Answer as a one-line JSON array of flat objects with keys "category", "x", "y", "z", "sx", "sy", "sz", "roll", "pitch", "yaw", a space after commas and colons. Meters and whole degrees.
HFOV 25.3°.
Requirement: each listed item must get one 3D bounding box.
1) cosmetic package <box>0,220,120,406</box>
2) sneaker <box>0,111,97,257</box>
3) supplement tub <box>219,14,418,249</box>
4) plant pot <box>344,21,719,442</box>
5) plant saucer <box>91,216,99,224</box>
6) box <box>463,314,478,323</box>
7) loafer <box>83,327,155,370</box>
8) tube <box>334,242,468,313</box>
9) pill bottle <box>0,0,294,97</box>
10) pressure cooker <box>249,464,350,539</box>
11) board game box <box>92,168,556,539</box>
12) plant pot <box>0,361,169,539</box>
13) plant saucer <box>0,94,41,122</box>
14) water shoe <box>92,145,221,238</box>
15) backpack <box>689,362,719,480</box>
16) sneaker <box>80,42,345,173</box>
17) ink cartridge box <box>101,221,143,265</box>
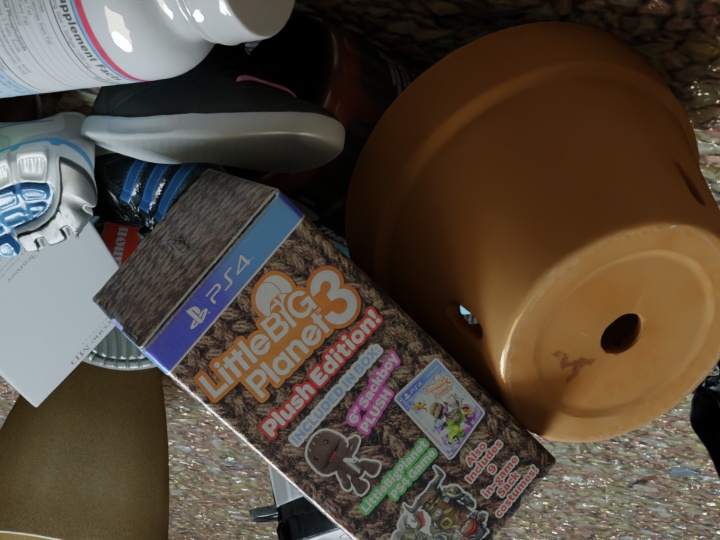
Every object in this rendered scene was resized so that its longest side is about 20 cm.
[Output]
[{"category": "cosmetic package", "x": -0.228, "y": -0.003, "z": 1.045, "sx": 0.081, "sy": 0.113, "sz": 0.200, "roll": 39, "pitch": 169, "yaw": 22}, {"category": "sneaker", "x": -0.236, "y": -0.042, "z": 0.925, "sx": 0.198, "sy": 0.087, "sz": 0.076, "roll": -13, "pitch": 123, "yaw": 12}, {"category": "supplement tub", "x": 0.021, "y": -0.056, "z": 0.921, "sx": 0.199, "sy": 0.108, "sz": 0.106, "roll": 28, "pitch": 151, "yaw": -36}, {"category": "plant pot", "x": 0.107, "y": -0.007, "z": 0.835, "sx": 0.198, "sy": 0.140, "sz": 0.202, "roll": -13, "pitch": 130, "yaw": -16}, {"category": "plant saucer", "x": -0.283, "y": -0.057, "z": 1.149, "sx": 0.197, "sy": 0.028, "sz": 0.201, "roll": 8, "pitch": 156, "yaw": 4}, {"category": "box", "x": 0.104, "y": 0.010, "z": 1.050, "sx": 0.075, "sy": 0.101, "sz": 0.199, "roll": 28, "pitch": 152, "yaw": -37}, {"category": "loafer", "x": -0.227, "y": 0.036, "z": 1.308, "sx": 0.197, "sy": 0.076, "sz": 0.070, "roll": 5, "pitch": -171, "yaw": 8}, {"category": "tube", "x": 0.000, "y": 0.000, "z": 1.024, "sx": 0.077, "sy": 0.051, "sz": 0.199, "roll": -2, "pitch": -166, "yaw": -30}, {"category": "pill bottle", "x": -0.135, "y": -0.144, "z": 0.778, "sx": 0.198, "sy": 0.110, "sz": 0.109, "roll": -3, "pitch": 154, "yaw": 27}, {"category": "pressure cooker", "x": 0.017, "y": 0.130, "z": 1.192, "sx": 0.177, "sy": 0.203, "sz": 0.175, "roll": 4, "pitch": 160, "yaw": -45}, {"category": "board game box", "x": -0.024, "y": 0.054, "z": 0.822, "sx": 0.200, "sy": 0.097, "sz": 0.159, "roll": 44, "pitch": 173, "yaw": -18}, {"category": "plant pot", "x": -0.245, "y": 0.160, "z": 1.414, "sx": 0.184, "sy": 0.202, "sz": 0.187, "roll": 8, "pitch": 157, "yaw": 3}, {"category": "plant saucer", "x": -0.287, "y": -0.132, "z": 0.969, "sx": 0.197, "sy": 0.032, "sz": 0.201, "roll": 9, "pitch": 157, "yaw": 4}, {"category": "water shoe", "x": -0.121, "y": -0.042, "z": 1.048, "sx": 0.198, "sy": 0.080, "sz": 0.072, "roll": -3, "pitch": 154, "yaw": 27}, {"category": "backpack", "x": 0.358, "y": 0.149, "z": 1.154, "sx": 0.199, "sy": 0.192, "sz": 0.153, "roll": 26, "pitch": 136, "yaw": -35}, {"category": "sneaker", "x": -0.073, "y": -0.107, "z": 0.829, "sx": 0.070, "sy": 0.100, "sz": 0.199, "roll": 19, "pitch": 173, "yaw": -40}, {"category": "ink cartridge box", "x": -0.159, "y": 0.008, "z": 1.208, "sx": 0.197, "sy": 0.051, "sz": 0.109, "roll": 10, "pitch": 161, "yaw": -1}]
